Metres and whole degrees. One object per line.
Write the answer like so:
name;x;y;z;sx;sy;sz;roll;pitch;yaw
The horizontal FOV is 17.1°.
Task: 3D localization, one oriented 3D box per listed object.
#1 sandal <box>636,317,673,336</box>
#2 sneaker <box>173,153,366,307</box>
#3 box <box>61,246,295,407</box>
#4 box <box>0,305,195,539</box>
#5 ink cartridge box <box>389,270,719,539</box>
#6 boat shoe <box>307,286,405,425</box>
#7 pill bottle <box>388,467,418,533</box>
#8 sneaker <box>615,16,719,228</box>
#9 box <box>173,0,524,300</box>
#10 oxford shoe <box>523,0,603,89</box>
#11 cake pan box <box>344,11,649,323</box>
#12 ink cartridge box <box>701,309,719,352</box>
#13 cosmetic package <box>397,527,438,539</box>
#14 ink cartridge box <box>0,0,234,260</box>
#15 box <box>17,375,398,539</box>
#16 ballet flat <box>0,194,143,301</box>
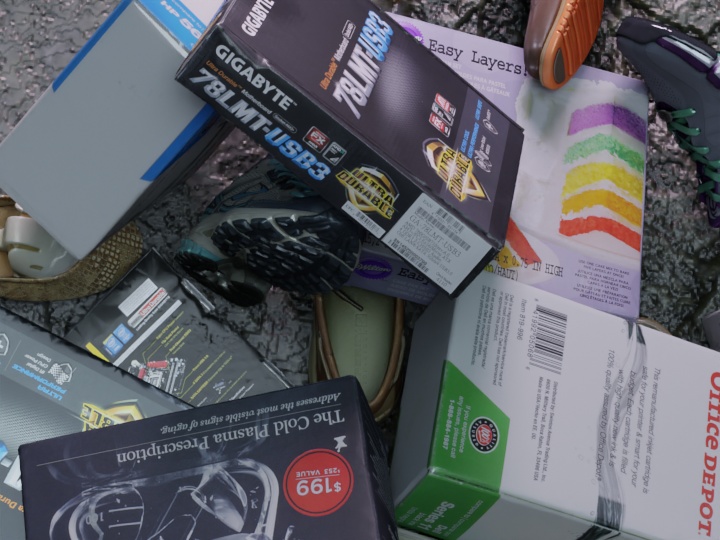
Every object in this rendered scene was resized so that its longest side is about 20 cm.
sandal;0.146;0.119;1.527;0.080;0.054;0.200;39;76;0
sneaker;-0.051;-0.038;1.460;0.077;0.200;0.087;34;72;-22
box;-0.143;0.112;1.500;0.160;0.049;0.200;43;80;4
box;-0.212;0.115;1.445;0.199;0.046;0.160;28;80;-1
ink cartridge box;0.127;0.102;1.438;0.199;0.083;0.147;19;57;-12
boat shoe;0.000;0.000;1.519;0.075;0.074;0.201;-5;82;-7
pill bottle;-0.040;0.208;1.465;0.112;0.113;0.201;32;80;-1
sneaker;0.232;-0.081;1.542;0.200;0.074;0.088;34;88;-19
box;0.001;-0.094;1.368;0.198;0.200;0.050;40;112;-8
oxford shoe;0.123;-0.202;1.556;0.072;0.071;0.201;6;56;14
cake pan box;0.082;-0.058;1.511;0.199;0.052;0.185;15;56;-10
ink cartridge box;0.327;0.094;1.507;0.144;0.145;0.201;-18;85;-9
cosmetic package;0.077;0.225;1.441;0.199;0.071;0.106;20;84;-40
ink cartridge box;-0.120;-0.107;1.438;0.084;0.200;0.146;43;113;0
box;-0.076;0.177;1.327;0.199;0.104;0.183;-12;62;5
ballet flat;-0.235;-0.018;1.500;0.199;0.065;0.071;0;81;-7
